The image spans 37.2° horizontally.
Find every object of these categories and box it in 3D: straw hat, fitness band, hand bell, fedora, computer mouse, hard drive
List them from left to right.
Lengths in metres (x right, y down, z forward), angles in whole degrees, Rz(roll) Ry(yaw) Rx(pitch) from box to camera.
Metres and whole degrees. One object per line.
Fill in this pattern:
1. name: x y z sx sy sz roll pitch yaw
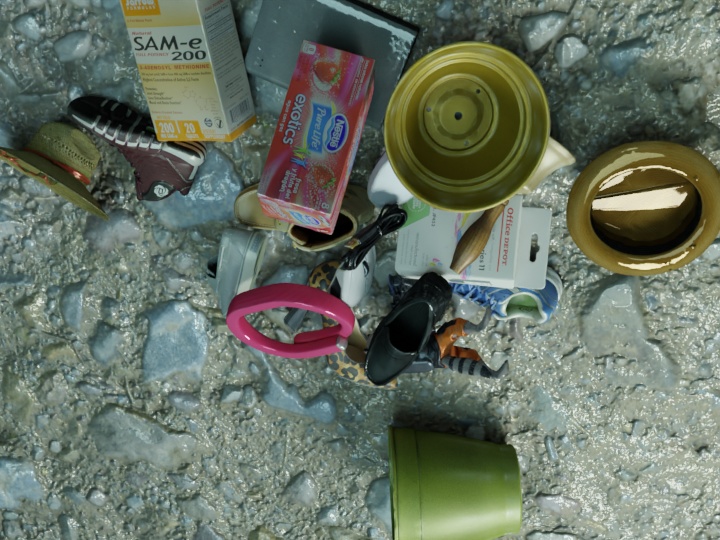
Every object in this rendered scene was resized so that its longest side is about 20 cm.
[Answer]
1. straw hat: -0.414 -0.158 1.482 0.199 0.201 0.086 30 80 -5
2. fitness band: -0.098 0.071 1.474 0.198 0.038 0.143 -15 140 42
3. hard drive: -0.039 -0.283 1.367 0.197 0.033 0.141 23 121 -1
4. computer mouse: 0.000 0.000 1.416 0.044 0.110 0.201 39 148 9
5. hand bell: 0.172 -0.084 1.346 0.103 0.104 0.201 34 94 -8
6. fedora: 0.359 -0.090 1.361 0.197 0.082 0.204 2 119 4

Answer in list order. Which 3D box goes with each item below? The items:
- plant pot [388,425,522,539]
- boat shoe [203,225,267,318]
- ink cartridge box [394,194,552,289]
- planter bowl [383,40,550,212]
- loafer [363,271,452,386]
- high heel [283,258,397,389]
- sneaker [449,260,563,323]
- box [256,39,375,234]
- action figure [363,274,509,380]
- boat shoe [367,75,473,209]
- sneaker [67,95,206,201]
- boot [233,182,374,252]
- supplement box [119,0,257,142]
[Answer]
1. plant pot: 0.140 0.330 1.594 0.189 0.201 0.203 -2 119 -1
2. boat shoe: -0.182 0.000 1.510 0.071 0.071 0.202 24 145 -1
3. ink cartridge box: 0.151 -0.043 1.409 0.196 0.067 0.119 5 81 9
4. planter bowl: 0.123 -0.178 1.284 0.197 0.084 0.204 -1 110 -2
5. loafer: 0.053 0.085 1.400 0.068 0.070 0.202 36 128 5
6. high heel: -0.003 0.080 1.539 0.199 0.072 0.143 35 123 -1
7. sneaker: 0.177 0.018 1.458 0.197 0.078 0.077 10 133 9
8. box: -0.052 -0.159 1.301 0.093 0.103 0.203 15 78 3
9. action figure: 0.090 0.094 1.466 0.190 0.106 0.201 -4 146 23
10. boat shoe: 0.067 -0.178 1.377 0.074 0.086 0.203 22 110 -29
11. sneaker: -0.318 -0.155 1.476 0.197 0.076 0.117 22 124 -1
12. boot: -0.088 -0.073 1.418 0.196 0.156 0.074 3 106 8
13. supplement box: -0.220 -0.271 1.372 0.124 0.074 0.203 4 121 29
